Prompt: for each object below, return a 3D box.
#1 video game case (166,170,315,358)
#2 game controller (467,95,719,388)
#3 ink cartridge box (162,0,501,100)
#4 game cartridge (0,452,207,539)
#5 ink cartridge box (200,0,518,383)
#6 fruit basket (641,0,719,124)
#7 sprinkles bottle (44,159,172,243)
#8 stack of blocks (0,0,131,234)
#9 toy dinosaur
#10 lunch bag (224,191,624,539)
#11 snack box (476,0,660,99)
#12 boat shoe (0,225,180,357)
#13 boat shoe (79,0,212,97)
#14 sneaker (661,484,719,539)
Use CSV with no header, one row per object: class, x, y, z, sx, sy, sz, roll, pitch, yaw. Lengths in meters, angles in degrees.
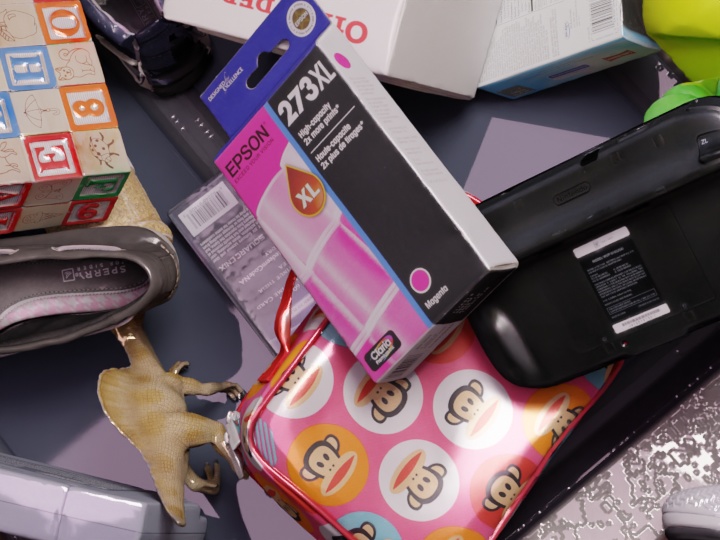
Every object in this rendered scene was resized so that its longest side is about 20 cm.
video game case,0.000,0.000,1.250,0.143,0.019,0.200,-37,76,-2
game controller,0.129,-0.009,1.068,0.200,0.042,0.104,-25,102,37
ink cartridge box,0.003,-0.213,1.201,0.147,0.145,0.200,18,96,24
game cartridge,-0.197,0.123,1.184,0.200,0.133,0.041,12,83,15
ink cartridge box,-0.011,-0.048,1.109,0.095,0.037,0.200,-47,68,29
fruit basket,0.191,-0.103,1.135,0.155,0.215,0.216,-25,71,37
sprinkles bottle,-0.186,-0.085,1.272,0.068,0.068,0.200,-30,75,0
stack of blocks,-0.215,-0.122,1.203,0.115,0.059,0.200,-7,66,-26
toy dinosaur,-0.106,0.094,1.194,0.058,0.101,0.200,-43,41,23
lunch bag,0.027,0.059,1.161,0.176,0.082,0.200,41,76,-4
snack box,0.116,-0.211,1.243,0.116,0.037,0.200,-15,71,46
boat shoe,-0.200,0.014,1.187,0.200,0.057,0.067,-12,99,6
boat shoe,-0.162,-0.202,1.284,0.075,0.093,0.200,-38,75,-2
sneaker,0.261,0.175,1.144,0.200,0.075,0.114,0,77,14
